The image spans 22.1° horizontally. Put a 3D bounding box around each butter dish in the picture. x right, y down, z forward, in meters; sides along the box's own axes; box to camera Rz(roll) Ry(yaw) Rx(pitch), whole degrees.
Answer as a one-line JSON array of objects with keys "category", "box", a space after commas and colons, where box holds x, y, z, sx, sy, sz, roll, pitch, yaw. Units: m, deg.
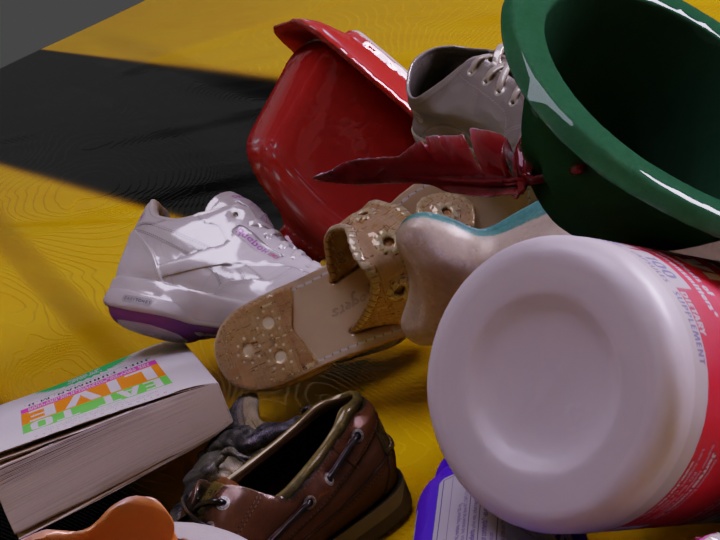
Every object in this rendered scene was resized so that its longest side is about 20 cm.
[{"category": "butter dish", "box": [-0.006, -0.057, 1.199, 0.148, 0.200, 0.199, -51, 10, -2]}]

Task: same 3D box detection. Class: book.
[{"category": "book", "box": [-0.150, 0.089, 1.080, 0.133, 0.048, 0.200, -22, 8, -10]}]

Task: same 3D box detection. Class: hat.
[{"category": "hat", "box": [0.096, -0.021, 0.827, 0.165, 0.176, 0.201, 16, 38, -20]}]

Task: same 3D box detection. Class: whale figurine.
[{"category": "whale figurine", "box": [0.119, -0.005, 0.927, 0.199, 0.160, 0.104, 0, 36, 8]}]

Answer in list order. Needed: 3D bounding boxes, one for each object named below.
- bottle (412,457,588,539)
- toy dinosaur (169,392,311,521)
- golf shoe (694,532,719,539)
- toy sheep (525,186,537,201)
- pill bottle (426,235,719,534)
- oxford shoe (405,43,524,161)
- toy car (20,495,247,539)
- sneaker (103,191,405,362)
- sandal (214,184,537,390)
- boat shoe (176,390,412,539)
[{"category": "bottle", "box": [0.060, 0.119, 0.769, 0.065, 0.084, 0.200, -27, 16, 16]}, {"category": "toy dinosaur", "box": [-0.052, 0.096, 1.001, 0.088, 0.048, 0.200, -21, 15, 15]}, {"category": "golf shoe", "box": [0.173, 0.125, 0.696, 0.091, 0.076, 0.200, 30, 40, 28]}, {"category": "toy sheep", "box": [0.153, -0.049, 1.054, 0.199, 0.139, 0.138, -9, 22, 28]}, {"category": "pill bottle", "box": [0.125, 0.049, 0.758, 0.112, 0.113, 0.200, -5, -7, 36]}, {"category": "oxford shoe", "box": [0.088, -0.092, 0.989, 0.075, 0.058, 0.200, -34, 25, -26]}, {"category": "toy car", "box": [-0.052, 0.152, 0.554, 0.177, 0.200, 0.184, -48, 27, 1]}, {"category": "sneaker", "box": [-0.060, 0.000, 1.124, 0.199, 0.075, 0.100, 9, 73, 19]}, {"category": "sandal", "box": [0.003, 0.005, 1.016, 0.211, 0.078, 0.070, -31, -13, 15]}, {"category": "boat shoe", "box": [-0.063, 0.128, 0.883, 0.072, 0.068, 0.200, 5, 32, 47]}]
